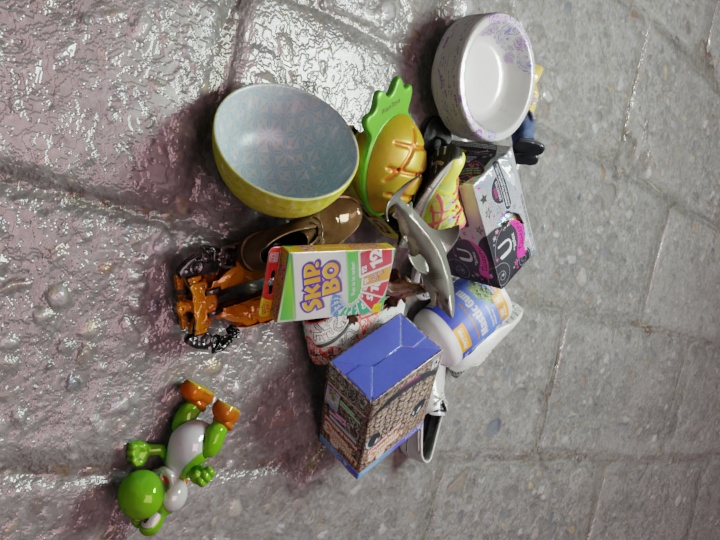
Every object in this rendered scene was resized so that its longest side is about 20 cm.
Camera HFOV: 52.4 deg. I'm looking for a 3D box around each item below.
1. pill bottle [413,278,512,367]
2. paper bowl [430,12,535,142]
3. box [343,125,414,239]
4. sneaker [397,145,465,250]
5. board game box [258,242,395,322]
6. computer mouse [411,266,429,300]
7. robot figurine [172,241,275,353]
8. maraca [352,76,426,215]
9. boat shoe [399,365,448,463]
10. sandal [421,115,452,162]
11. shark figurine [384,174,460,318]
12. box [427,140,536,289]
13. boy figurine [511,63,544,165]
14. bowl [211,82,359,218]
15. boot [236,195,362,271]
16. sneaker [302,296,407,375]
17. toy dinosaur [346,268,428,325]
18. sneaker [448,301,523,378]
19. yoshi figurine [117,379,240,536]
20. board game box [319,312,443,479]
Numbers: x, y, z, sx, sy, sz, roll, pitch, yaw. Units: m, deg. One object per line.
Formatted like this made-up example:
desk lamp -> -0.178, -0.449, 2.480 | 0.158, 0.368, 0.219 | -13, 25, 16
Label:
pill bottle -> 0.162, 0.096, 1.280 | 0.199, 0.111, 0.114 | -38, 123, -21
paper bowl -> 0.196, -0.322, 1.227 | 0.198, 0.103, 0.206 | -11, 107, -40
box -> 0.015, -0.135, 1.143 | 0.199, 0.050, 0.076 | 41, 73, -39
sneaker -> 0.124, -0.102, 1.099 | 0.202, 0.088, 0.079 | 114, -6, -48
board game box -> -0.041, 0.014, 0.973 | 0.196, 0.030, 0.098 | -2, 113, -37
computer mouse -> 0.143, -0.021, 1.293 | 0.199, 0.043, 0.112 | -35, 126, -38
robot figurine -> -0.173, 0.027, 1.006 | 0.197, 0.058, 0.149 | -16, 110, -39
maraca -> 0.039, -0.171, 1.037 | 0.137, 0.105, 0.203 | -46, 147, -38
boat shoe -> 0.129, 0.245, 1.322 | 0.072, 0.065, 0.205 | 8, 94, -41
sandal -> 0.139, -0.159, 1.250 | 0.074, 0.047, 0.206 | -11, 107, -40
shark figurine -> 0.099, -0.055, 1.052 | 0.088, 0.129, 0.217 | -25, 118, 7
box -> 0.190, -0.091, 1.195 | 0.115, 0.131, 0.203 | -42, 127, -27
boy figurine -> 0.299, -0.292, 1.331 | 0.125, 0.063, 0.205 | 101, -2, -63
bowl -> -0.109, -0.139, 0.977 | 0.198, 0.202, 0.108 | -24, 159, -35
boot -> -0.065, -0.048, 0.989 | 0.197, 0.075, 0.075 | -27, 104, -30
sneaker -> -0.006, 0.067, 1.159 | 0.200, 0.067, 0.110 | -35, 123, -28
toy dinosaur -> 0.000, 0.000, 1.117 | 0.087, 0.200, 0.135 | -55, 160, 24
sneaker -> 0.235, 0.125, 1.397 | 0.198, 0.076, 0.082 | -29, 129, -29
yoshi figurine -> -0.249, 0.251, 0.965 | 0.111, 0.112, 0.203 | 34, 79, -24
board game box -> 0.029, 0.197, 1.148 | 0.158, 0.096, 0.203 | -31, 145, -33
